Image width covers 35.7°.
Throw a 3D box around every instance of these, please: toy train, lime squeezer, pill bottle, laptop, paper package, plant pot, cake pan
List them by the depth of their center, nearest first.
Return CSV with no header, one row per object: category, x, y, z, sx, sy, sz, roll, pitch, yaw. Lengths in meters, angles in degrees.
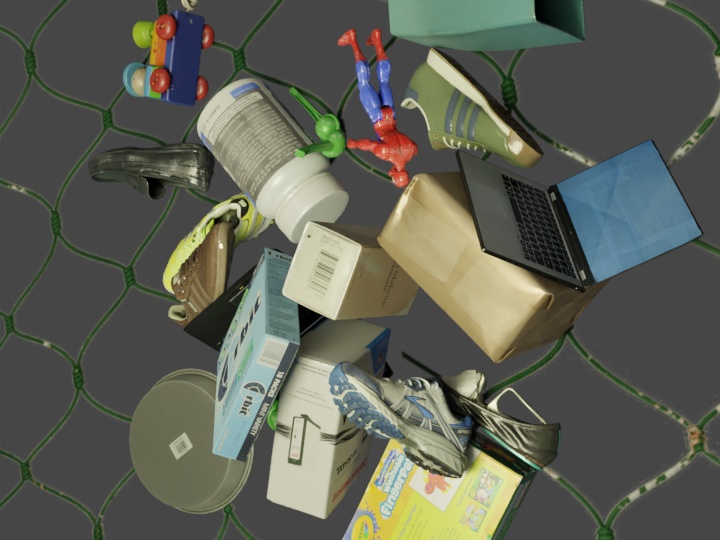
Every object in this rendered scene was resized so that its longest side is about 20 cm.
laptop,0.224,-0.083,1.188,0.116,0.199,0.188,-57,23,31
paper package,0.152,-0.014,1.251,0.200,0.190,0.104,46,119,20
plant pot,0.136,-0.328,1.291,0.199,0.141,0.143,-4,89,33
lime squeezer,-0.054,-0.173,1.405,0.070,0.200,0.038,7,121,-10
lime squeezer,-0.097,0.189,1.420,0.037,0.201,0.071,-21,51,-14
laptop,-0.093,0.102,1.428,0.177,0.200,0.104,-39,37,21
pill bottle,-0.110,-0.139,1.429,0.114,0.114,0.200,-46,71,20
toy train,-0.266,-0.330,1.535,0.115,0.084,0.202,10,95,40
cake pan,-0.239,0.237,1.542,0.199,0.037,0.202,0,90,27

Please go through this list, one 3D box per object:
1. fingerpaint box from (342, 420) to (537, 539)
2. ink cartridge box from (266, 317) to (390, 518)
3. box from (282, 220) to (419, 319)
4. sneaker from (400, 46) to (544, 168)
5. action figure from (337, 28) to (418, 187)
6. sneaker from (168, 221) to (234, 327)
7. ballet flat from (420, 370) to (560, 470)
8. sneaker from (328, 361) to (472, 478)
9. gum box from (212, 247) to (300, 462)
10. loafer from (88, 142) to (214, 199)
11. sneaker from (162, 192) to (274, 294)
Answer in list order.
fingerpaint box,0.093,0.286,1.349,0.166,0.073,0.201,29,101,24
ink cartridge box,-0.038,0.172,1.351,0.084,0.146,0.202,15,112,18
box,0.000,0.000,1.325,0.077,0.200,0.096,25,102,25
sneaker,0.126,-0.171,1.336,0.090,0.067,0.200,-50,64,20
action figure,0.016,-0.184,1.376,0.099,0.065,0.201,-44,58,56
sneaker,-0.210,0.014,1.453,0.075,0.071,0.201,11,135,-4
ballet flat,0.149,0.161,1.330,0.199,0.068,0.069,28,93,14
sneaker,0.048,0.151,1.259,0.077,0.200,0.086,-13,44,55
gum box,-0.124,0.094,1.314,0.044,0.200,0.171,19,116,-14
loafer,-0.293,-0.134,1.549,0.199,0.068,0.071,-2,81,24
sneaker,-0.205,-0.041,1.500,0.200,0.076,0.076,-43,74,22
